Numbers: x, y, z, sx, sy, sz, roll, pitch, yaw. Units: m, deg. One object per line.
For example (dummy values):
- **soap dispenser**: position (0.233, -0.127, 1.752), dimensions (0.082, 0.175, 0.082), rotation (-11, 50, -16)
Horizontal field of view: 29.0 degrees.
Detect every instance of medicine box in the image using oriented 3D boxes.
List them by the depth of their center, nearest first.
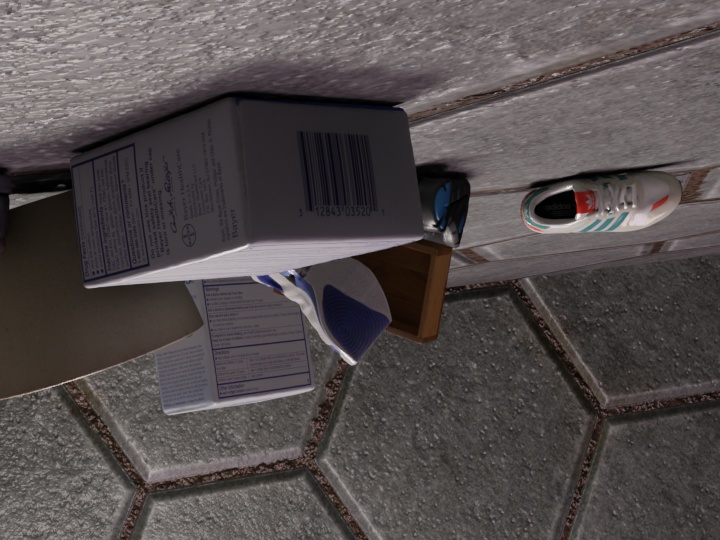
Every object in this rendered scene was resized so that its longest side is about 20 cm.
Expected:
- **medicine box**: position (-0.087, -0.054, 1.042), dimensions (0.198, 0.105, 0.181), rotation (-11, 175, 43)
- **medicine box**: position (-0.165, 0.067, 1.755), dimensions (0.102, 0.203, 0.181), rotation (-14, 173, 40)

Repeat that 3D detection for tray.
- **tray**: position (0.000, 0.000, 1.480), dimensions (0.198, 0.100, 0.037), rotation (18, -164, 33)

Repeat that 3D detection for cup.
- **cup**: position (-0.247, 0.009, 1.182), dimensions (0.197, 0.145, 0.200), rotation (-16, -174, 2)

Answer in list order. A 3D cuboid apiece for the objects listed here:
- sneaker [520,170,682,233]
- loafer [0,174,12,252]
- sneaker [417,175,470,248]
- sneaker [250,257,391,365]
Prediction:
- **sneaker**: position (0.288, -0.078, 1.668), dimensions (0.197, 0.072, 0.093), rotation (-6, -178, 10)
- **loafer**: position (-0.341, -0.032, 1.131), dimensions (0.071, 0.064, 0.199), rotation (-5, 175, -39)
- **sneaker**: position (0.068, -0.071, 1.479), dimensions (0.081, 0.074, 0.200), rotation (9, 176, 15)
- **sneaker**: position (-0.056, 0.002, 1.454), dimensions (0.081, 0.200, 0.115), rotation (-44, -172, -13)
